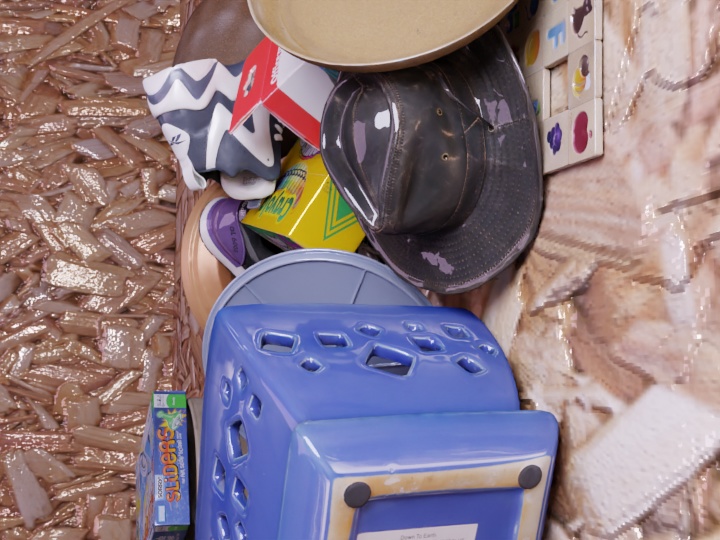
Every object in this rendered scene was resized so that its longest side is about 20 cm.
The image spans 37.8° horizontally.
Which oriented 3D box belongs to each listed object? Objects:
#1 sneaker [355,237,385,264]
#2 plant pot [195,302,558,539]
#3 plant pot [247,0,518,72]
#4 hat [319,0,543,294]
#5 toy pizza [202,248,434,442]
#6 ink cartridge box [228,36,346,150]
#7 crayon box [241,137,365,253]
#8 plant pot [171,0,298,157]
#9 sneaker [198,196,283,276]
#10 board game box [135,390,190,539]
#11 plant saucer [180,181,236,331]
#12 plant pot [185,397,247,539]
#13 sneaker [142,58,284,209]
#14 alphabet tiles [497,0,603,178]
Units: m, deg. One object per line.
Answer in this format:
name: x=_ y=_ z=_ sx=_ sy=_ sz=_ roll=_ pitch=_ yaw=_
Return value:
sneaker: x=0.000 y=0.000 z=0.895 sx=0.115 sy=0.075 sz=0.202 roll=139 pitch=145 yaw=-67
plant pot: x=0.010 y=0.145 z=0.682 sx=0.180 sy=0.199 sz=0.201 roll=-135 pitch=50 yaw=-61
plant pot: x=0.023 y=-0.198 z=0.687 sx=0.028 sy=0.199 sz=0.201 roll=67 pitch=-170 yaw=-52
hat: x=0.026 y=-0.077 z=0.691 sx=0.200 sy=0.081 sz=0.202 roll=13 pitch=110 yaw=40
toy pizza: x=-0.025 y=0.072 z=0.821 sx=0.032 sy=0.199 sz=0.201 roll=-73 pitch=-6 yaw=-64
ink cartridge box: x=-0.011 y=-0.177 z=0.812 sx=0.200 sy=0.067 sz=0.117 roll=-37 pitch=30 yaw=31
crayon box: x=-0.016 y=-0.092 z=0.889 sx=0.173 sy=0.058 sz=0.200 roll=-55 pitch=16 yaw=-5
plant pot: x=-0.122 y=-0.177 z=1.081 sx=0.200 sy=0.186 sz=0.188 roll=-75 pitch=-2 yaw=-58
sneaker: x=-0.068 y=0.003 z=1.043 sx=0.087 sy=0.200 sz=0.076 roll=-5 pitch=51 yaw=46
board game box: x=-0.203 y=0.226 z=1.068 sx=0.200 sy=0.034 sz=0.136 roll=116 pitch=152 yaw=-54
plant saucer: x=-0.097 y=-0.007 z=1.103 sx=0.037 sy=0.199 sz=0.202 roll=-3 pitch=84 yaw=46
plant pot: x=-0.093 y=0.229 z=1.056 sx=0.200 sy=0.172 sz=0.201 roll=-178 pitch=90 yaw=-75
sneaker: x=-0.089 y=-0.123 z=0.932 sx=0.079 sy=0.199 sz=0.130 roll=-9 pitch=97 yaw=41
alphabet tiles: x=0.114 y=-0.160 z=0.682 sx=0.167 sy=0.007 sz=0.201 roll=168 pitch=103 yaw=-74
